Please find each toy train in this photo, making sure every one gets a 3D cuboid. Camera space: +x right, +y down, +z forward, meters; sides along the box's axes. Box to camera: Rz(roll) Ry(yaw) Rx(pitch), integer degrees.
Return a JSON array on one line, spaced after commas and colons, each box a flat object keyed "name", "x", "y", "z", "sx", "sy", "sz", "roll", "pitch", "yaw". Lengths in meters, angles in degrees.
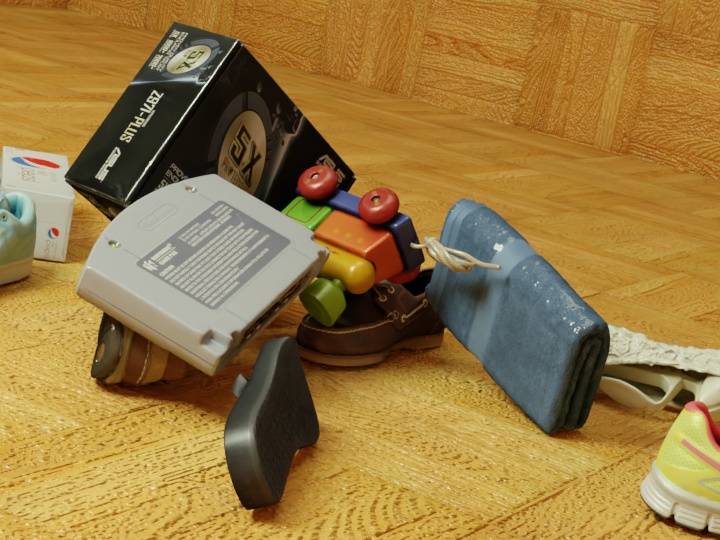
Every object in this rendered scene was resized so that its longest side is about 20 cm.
[{"name": "toy train", "x": 0.000, "y": 0.000, "z": 1.232, "sx": 0.200, "sy": 0.085, "sz": 0.116, "roll": 23, "pitch": 58, "yaw": 39}]

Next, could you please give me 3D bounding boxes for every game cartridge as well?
[{"name": "game cartridge", "x": -0.117, "y": -0.005, "z": 1.131, "sx": 0.133, "sy": 0.041, "sz": 0.200, "roll": 34, "pitch": 31, "yaw": 7}]

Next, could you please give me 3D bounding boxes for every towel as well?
[{"name": "towel", "x": 0.125, "y": 0.033, "z": 1.238, "sx": 0.048, "sy": 0.112, "sz": 0.200, "roll": -5, "pitch": 35, "yaw": -29}]

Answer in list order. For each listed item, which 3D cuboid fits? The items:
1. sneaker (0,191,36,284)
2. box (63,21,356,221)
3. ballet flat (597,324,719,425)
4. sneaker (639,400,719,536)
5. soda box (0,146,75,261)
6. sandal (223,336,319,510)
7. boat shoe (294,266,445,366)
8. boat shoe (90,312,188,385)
[{"name": "sneaker", "x": -0.322, "y": -0.026, "z": 1.258, "sx": 0.074, "sy": 0.082, "sz": 0.200, "roll": 12, "pitch": 13, "yaw": 6}, {"name": "box", "x": -0.119, "y": -0.077, "z": 1.290, "sx": 0.086, "sy": 0.164, "sz": 0.200, "roll": 22, "pitch": -18, "yaw": 41}, {"name": "ballet flat", "x": 0.268, "y": 0.099, "z": 1.297, "sx": 0.199, "sy": 0.072, "sz": 0.072, "roll": 13, "pitch": 13, "yaw": 16}, {"name": "sneaker", "x": 0.294, "y": 0.142, "z": 1.036, "sx": 0.199, "sy": 0.091, "sz": 0.078, "roll": 14, "pitch": 11, "yaw": 6}, {"name": "soda box", "x": -0.314, "y": -0.066, "z": 1.483, "sx": 0.068, "sy": 0.064, "sz": 0.200, "roll": 8, "pitch": 14, "yaw": -15}, {"name": "sandal", "x": -0.065, "y": 0.093, "z": 0.998, "sx": 0.043, "sy": 0.076, "sz": 0.200, "roll": -14, "pitch": 8, "yaw": 11}, {"name": "boat shoe", "x": 0.013, "y": 0.034, "z": 1.316, "sx": 0.070, "sy": 0.071, "sz": 0.200, "roll": 21, "pitch": 17, "yaw": 27}, {"name": "boat shoe", "x": -0.157, "y": 0.038, "z": 1.167, "sx": 0.074, "sy": 0.076, "sz": 0.200, "roll": 14, "pitch": 20, "yaw": -10}]
